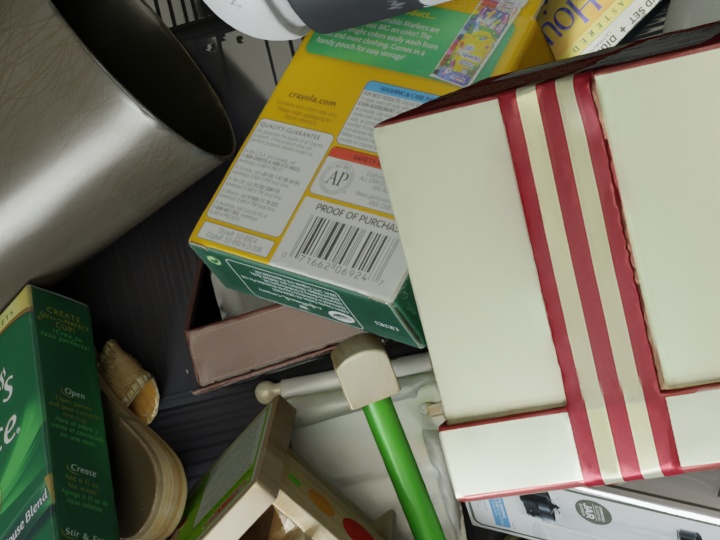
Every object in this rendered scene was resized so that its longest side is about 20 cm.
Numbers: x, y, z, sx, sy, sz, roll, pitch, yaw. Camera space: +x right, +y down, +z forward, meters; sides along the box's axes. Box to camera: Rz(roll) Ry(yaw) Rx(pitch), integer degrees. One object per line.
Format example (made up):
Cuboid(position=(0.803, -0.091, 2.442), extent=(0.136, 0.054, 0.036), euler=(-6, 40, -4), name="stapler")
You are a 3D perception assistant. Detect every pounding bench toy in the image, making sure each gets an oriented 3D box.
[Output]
Cuboid(position=(-0.006, 0.151, 0.898), extent=(0.156, 0.124, 0.200), euler=(41, 102, -8), name="pounding bench toy")

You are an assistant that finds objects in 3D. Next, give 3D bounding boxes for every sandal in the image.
Cuboid(position=(-0.139, 0.084, 0.981), extent=(0.212, 0.069, 0.078), euler=(42, 109, 45), name="sandal")

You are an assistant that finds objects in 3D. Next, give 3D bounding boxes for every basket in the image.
Cuboid(position=(-0.192, -0.059, 0.962), extent=(0.200, 0.136, 0.181), euler=(-44, 67, 16), name="basket")

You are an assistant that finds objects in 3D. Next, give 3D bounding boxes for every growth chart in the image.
Cuboid(position=(-0.001, 0.147, 0.983), extent=(0.143, 0.018, 0.202), euler=(-6, 91, 14), name="growth chart")

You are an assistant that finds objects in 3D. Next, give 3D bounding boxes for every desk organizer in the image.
Cuboid(position=(0.000, 0.000, 0.949), extent=(0.198, 0.072, 0.078), euler=(-18, 86, 13), name="desk organizer")

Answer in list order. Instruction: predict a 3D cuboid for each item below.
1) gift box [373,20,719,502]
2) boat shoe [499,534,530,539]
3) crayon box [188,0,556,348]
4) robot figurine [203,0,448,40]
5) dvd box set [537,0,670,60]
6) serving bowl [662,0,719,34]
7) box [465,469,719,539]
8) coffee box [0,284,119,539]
Cuboid(position=(0.134, -0.005, 0.766), extent=(0.183, 0.200, 0.188), euler=(-10, 98, 29), name="gift box")
Cuboid(position=(0.151, 0.143, 0.917), extent=(0.199, 0.074, 0.076), euler=(-31, 86, 13), name="boat shoe")
Cuboid(position=(0.016, -0.071, 0.893), extent=(0.125, 0.052, 0.201), euler=(16, 69, 32), name="crayon box")
Cuboid(position=(0.004, -0.187, 0.858), extent=(0.198, 0.150, 0.126), euler=(-12, 77, 18), name="robot figurine")
Cuboid(position=(0.075, -0.195, 0.942), extent=(0.146, 0.029, 0.200), euler=(-43, 82, 12), name="dvd box set")
Cuboid(position=(0.235, -0.108, 0.834), extent=(0.198, 0.066, 0.202), euler=(-4, 78, 20), name="serving bowl")
Cuboid(position=(0.159, 0.087, 0.868), extent=(0.198, 0.117, 0.060), euler=(9, 140, 26), name="box")
Cuboid(position=(-0.179, 0.121, 0.911), extent=(0.123, 0.044, 0.201), euler=(-43, 43, 31), name="coffee box")
